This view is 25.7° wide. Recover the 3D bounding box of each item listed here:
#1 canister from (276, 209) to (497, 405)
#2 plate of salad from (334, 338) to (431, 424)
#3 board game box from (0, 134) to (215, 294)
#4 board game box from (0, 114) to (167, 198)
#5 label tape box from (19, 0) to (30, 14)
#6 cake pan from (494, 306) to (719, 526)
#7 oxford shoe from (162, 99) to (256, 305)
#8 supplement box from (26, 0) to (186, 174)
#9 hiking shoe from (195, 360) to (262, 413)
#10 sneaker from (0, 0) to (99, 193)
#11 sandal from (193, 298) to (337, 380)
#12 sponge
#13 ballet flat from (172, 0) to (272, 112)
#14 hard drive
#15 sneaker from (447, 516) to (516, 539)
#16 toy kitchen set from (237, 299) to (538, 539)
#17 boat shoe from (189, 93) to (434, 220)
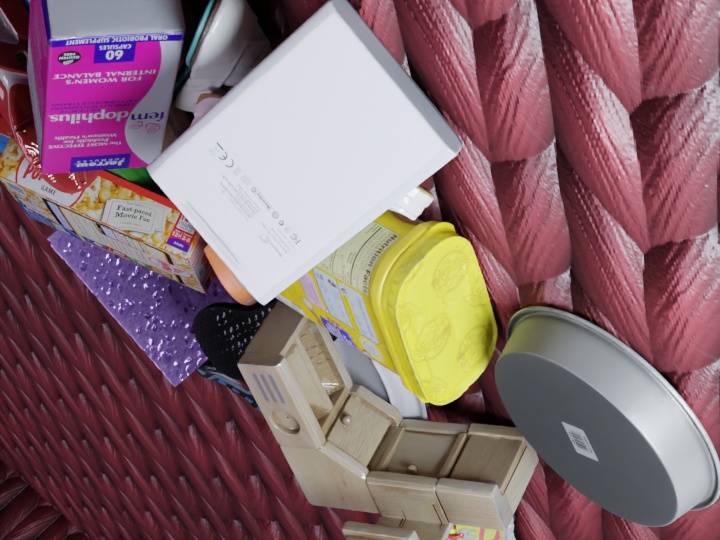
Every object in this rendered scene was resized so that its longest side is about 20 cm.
[{"bbox_3d":[0.000,0.000,1.227,0.199,0.086,0.149,30,153,39],"label":"canister"},{"bbox_3d":[-0.005,0.084,1.436,0.199,0.048,0.202,35,144,30],"label":"plate of salad"},{"bbox_3d":[-0.232,-0.050,1.481,0.198,0.047,0.152,24,168,5],"label":"board game box"},{"bbox_3d":[-0.280,-0.124,1.474,0.198,0.041,0.153,21,168,21],"label":"board game box"},{"bbox_3d":[-0.289,-0.243,1.376,0.144,0.066,0.200,49,157,-10],"label":"label tape box"},{"bbox_3d":[0.175,0.114,1.161,0.200,0.037,0.201,39,158,19],"label":"cake pan"},{"bbox_3d":[-0.119,-0.073,1.375,0.072,0.071,0.201,-29,95,26],"label":"oxford shoe"},{"bbox_3d":[-0.200,-0.168,1.214,0.200,0.100,0.105,117,144,-63],"label":"supplement box"},{"bbox_3d":[-0.117,0.113,1.660,0.199,0.074,0.087,27,151,42],"label":"hiking shoe"},{"bbox_3d":[-0.295,-0.164,1.366,0.115,0.078,0.202,20,137,63],"label":"sneaker"},{"bbox_3d":[-0.080,0.052,1.431,0.199,0.045,0.076,-14,104,46],"label":"sandal"},{"bbox_3d":[-0.212,0.008,1.603,0.201,0.111,0.030,50,177,-7],"label":"sponge"},{"bbox_3d":[-0.099,-0.157,1.183,0.070,0.069,0.200,47,163,-2],"label":"ballet flat"},{"bbox_3d":[-0.043,-0.079,1.092,0.199,0.026,0.132,-37,98,32],"label":"hard drive"},{"bbox_3d":[0.096,0.254,1.483,0.078,0.090,0.201,24,148,48],"label":"sneaker"},{"bbox_3d":[0.008,0.149,1.290,0.198,0.164,0.182,2,132,33],"label":"toy kitchen set"},{"bbox_3d":[-0.042,-0.066,1.154,0.198,0.070,0.071,21,177,22],"label":"boat shoe"}]
